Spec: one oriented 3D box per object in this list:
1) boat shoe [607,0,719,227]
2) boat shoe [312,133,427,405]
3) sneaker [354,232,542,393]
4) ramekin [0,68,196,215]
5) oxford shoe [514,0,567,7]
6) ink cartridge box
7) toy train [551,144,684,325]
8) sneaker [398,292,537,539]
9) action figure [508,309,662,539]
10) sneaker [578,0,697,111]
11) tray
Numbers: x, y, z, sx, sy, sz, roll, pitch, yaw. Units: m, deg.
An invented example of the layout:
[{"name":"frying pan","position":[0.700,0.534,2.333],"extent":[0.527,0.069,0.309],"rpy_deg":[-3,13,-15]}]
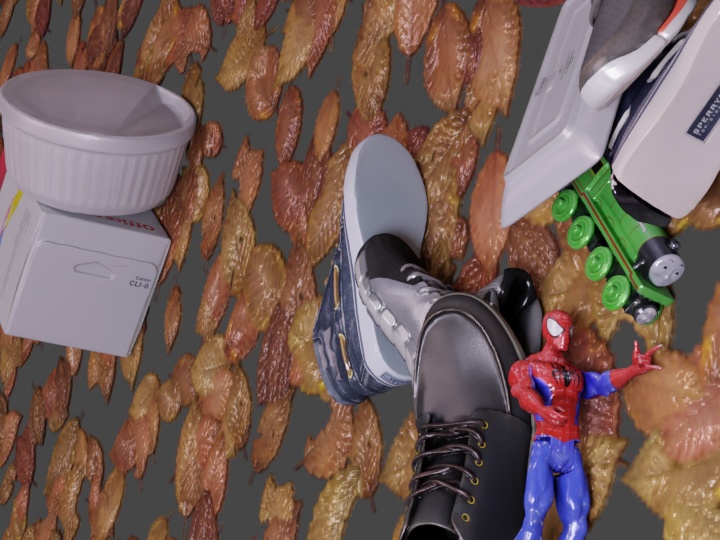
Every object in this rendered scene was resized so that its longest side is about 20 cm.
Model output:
[{"name":"boat shoe","position":[0.206,-0.127,0.999],"extent":[0.200,0.074,0.093],"rpy_deg":[-51,19,23]},{"name":"boat shoe","position":[0.000,0.000,1.328],"extent":[0.091,0.071,0.201],"rpy_deg":[-30,55,50]},{"name":"sneaker","position":[0.072,0.023,1.200],"extent":[0.116,0.075,0.201],"rpy_deg":[-53,46,31]},{"name":"ramekin","position":[-0.271,-0.129,1.778],"extent":[0.202,0.201,0.095],"rpy_deg":[-130,45,-57]},{"name":"oxford shoe","position":[0.150,-0.239,1.177],"extent":[0.075,0.070,0.200],"rpy_deg":[-50,9,-24]},{"name":"ink cartridge box","position":[-0.310,-0.024,1.848],"extent":[0.145,0.145,0.200],"rpy_deg":[-69,28,17]},{"name":"toy train","position":[0.152,-0.042,1.099],"extent":[0.056,0.042,0.200],"rpy_deg":[-52,36,22]},{"name":"sneaker","position":[0.062,0.114,1.086],"extent":[0.074,0.106,0.201],"rpy_deg":[-9,86,25]},{"name":"action figure","position":[0.130,0.114,1.047],"extent":[0.099,0.065,0.201],"rpy_deg":[143,132,-60]},{"name":"sneaker","position":[0.154,-0.176,1.023],"extent":[0.077,0.082,0.200],"rpy_deg":[-47,11,51]},{"name":"tray","position":[0.137,-0.126,1.099],"extent":[0.107,0.022,0.201],"rpy_deg":[-40,23,53]}]
